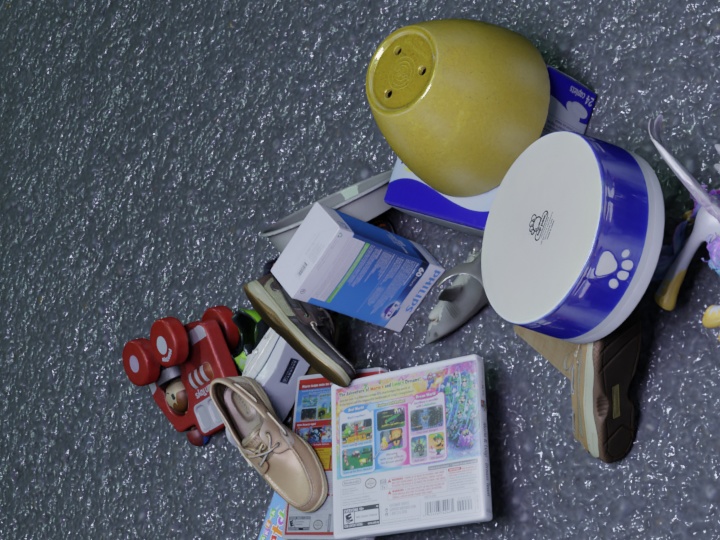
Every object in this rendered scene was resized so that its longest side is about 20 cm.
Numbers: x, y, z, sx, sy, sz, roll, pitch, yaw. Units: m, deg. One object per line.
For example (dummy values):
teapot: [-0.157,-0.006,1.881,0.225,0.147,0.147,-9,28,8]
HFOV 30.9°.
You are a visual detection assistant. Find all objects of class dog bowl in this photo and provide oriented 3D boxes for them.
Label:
dog bowl: [0.206,-0.034,1.294,0.200,0.078,0.202,-40,42,49]

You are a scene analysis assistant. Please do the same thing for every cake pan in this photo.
cake pan: [-0.030,-0.072,1.645,0.199,0.200,0.037,-19,100,38]

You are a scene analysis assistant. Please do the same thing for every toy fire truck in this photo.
toy fire truck: [-0.233,0.153,1.802,0.200,0.112,0.169,-34,74,47]

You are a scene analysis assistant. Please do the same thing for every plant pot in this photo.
plant pot: [0.088,-0.198,1.441,0.199,0.141,0.202,-16,65,39]

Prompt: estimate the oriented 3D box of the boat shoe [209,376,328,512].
boat shoe: [-0.116,0.209,1.562,0.071,0.064,0.200,-49,63,14]

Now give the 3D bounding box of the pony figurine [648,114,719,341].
pony figurine: [0.360,-0.048,1.292,0.194,0.165,0.201,56,136,37]

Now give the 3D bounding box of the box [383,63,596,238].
box: [0.150,-0.143,1.538,0.183,0.105,0.202,18,90,46]

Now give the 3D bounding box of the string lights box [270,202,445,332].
string lights box: [0.000,0.000,1.565,0.103,0.199,0.059,-54,49,14]

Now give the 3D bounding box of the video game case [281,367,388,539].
video game case: [-0.031,0.221,1.558,0.142,0.017,0.202,-10,68,42]

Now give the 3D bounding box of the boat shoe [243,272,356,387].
boat shoe: [-0.065,0.061,1.560,0.065,0.073,0.200,-40,55,-11]

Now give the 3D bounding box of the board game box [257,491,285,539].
board game box: [-0.060,0.381,1.613,0.199,0.036,0.152,20,91,44]

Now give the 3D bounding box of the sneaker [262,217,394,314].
sneaker: [-0.049,0.000,1.674,0.200,0.112,0.078,-46,51,23]

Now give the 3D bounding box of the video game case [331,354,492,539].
video game case: [0.054,0.201,1.466,0.199,0.024,0.184,-15,66,31]

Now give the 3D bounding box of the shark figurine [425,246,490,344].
shark figurine: [0.145,0.021,1.494,0.089,0.215,0.128,37,71,6]

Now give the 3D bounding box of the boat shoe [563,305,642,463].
boat shoe: [0.241,0.100,1.352,0.076,0.071,0.202,26,121,50]

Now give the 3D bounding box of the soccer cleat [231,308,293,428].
soccer cleat: [-0.129,0.142,1.725,0.067,0.081,0.201,-35,55,30]

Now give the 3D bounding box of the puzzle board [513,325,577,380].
puzzle board: [0.237,0.022,1.407,0.151,0.017,0.201,43,134,42]

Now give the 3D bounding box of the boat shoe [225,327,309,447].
boat shoe: [-0.117,0.130,1.661,0.201,0.071,0.070,-62,36,12]

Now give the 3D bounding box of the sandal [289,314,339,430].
sandal: [-0.050,0.158,1.665,0.080,0.054,0.202,-9,73,54]
